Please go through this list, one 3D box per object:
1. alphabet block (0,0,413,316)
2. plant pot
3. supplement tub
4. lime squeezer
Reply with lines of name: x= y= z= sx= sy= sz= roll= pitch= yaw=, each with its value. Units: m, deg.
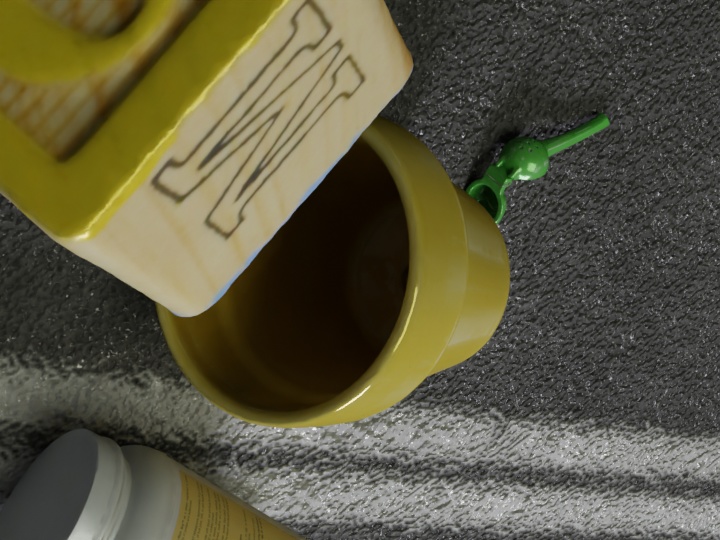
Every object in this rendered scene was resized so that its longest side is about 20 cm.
alphabet block: x=-0.115 y=-0.118 z=0.839 sx=0.196 sy=0.195 sz=0.200 roll=-51 pitch=165 yaw=-2
plant pot: x=0.000 y=0.000 z=1.069 sx=0.189 sy=0.201 sz=0.201 roll=7 pitch=114 yaw=-57
supplement tub: x=-0.131 y=0.205 z=1.095 sx=0.200 sy=0.145 sz=0.146 roll=35 pitch=94 yaw=-26
lime squeezer: x=0.105 y=-0.059 z=1.226 sx=0.200 sy=0.038 sz=0.071 roll=-47 pitch=168 yaw=-5
